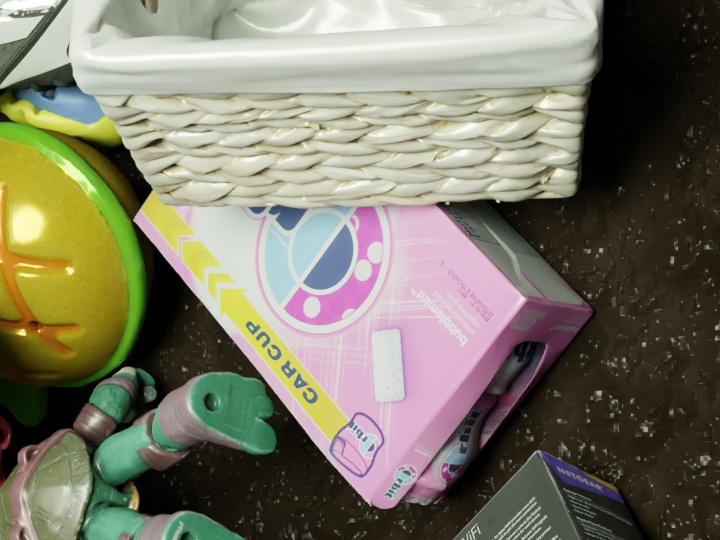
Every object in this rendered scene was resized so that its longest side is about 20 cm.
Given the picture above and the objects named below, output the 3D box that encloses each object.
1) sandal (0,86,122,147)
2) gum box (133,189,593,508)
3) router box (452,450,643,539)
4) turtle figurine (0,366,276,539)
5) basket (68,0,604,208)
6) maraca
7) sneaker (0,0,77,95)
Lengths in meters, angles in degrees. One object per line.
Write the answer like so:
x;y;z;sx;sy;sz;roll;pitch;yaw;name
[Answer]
-0.180;-0.138;0.895;0.200;0.079;0.087;42;105;29;sandal
0.000;0.000;0.759;0.200;0.066;0.114;48;111;29;gum box
0.050;0.198;0.678;0.200;0.052;0.158;-49;35;22;router box
-0.118;0.114;0.791;0.199;0.100;0.151;-22;70;51;turtle figurine
-0.001;-0.105;0.680;0.198;0.124;0.137;-1;60;9;basket
-0.175;0.005;0.861;0.137;0.107;0.200;50;135;4;maraca
-0.130;-0.112;0.800;0.199;0.066;0.091;-35;93;12;sneaker
